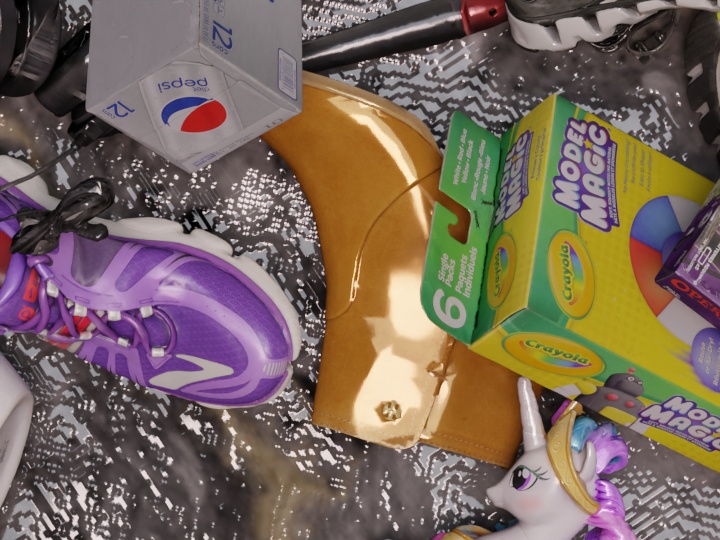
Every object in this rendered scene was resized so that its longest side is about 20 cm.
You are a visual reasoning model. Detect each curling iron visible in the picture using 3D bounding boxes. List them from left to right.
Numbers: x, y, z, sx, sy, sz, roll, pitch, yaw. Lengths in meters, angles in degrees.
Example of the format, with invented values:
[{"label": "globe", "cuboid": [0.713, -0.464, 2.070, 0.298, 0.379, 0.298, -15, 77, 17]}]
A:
[{"label": "curling iron", "cuboid": [0.056, -0.112, 0.970, 0.199, 0.026, 0.050, -8, 84, -3]}]

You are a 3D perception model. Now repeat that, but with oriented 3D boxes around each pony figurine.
[{"label": "pony figurine", "cuboid": [0.074, 0.171, 0.904, 0.200, 0.167, 0.193, -42, 82, 10]}]

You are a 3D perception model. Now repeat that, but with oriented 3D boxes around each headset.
[{"label": "headset", "cuboid": [-0.127, -0.100, 0.900, 0.123, 0.094, 0.201, 22, 60, -33]}]

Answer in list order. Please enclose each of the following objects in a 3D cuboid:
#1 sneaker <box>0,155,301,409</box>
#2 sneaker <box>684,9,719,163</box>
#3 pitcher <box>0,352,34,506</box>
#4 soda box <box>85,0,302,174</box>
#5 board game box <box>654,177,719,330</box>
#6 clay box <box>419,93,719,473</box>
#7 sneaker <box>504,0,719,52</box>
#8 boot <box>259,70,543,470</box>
[{"label": "sneaker", "cuboid": [-0.125, 0.014, 0.916, 0.200, 0.083, 0.081, 21, 111, 2]}, {"label": "sneaker", "cuboid": [0.235, -0.058, 0.960, 0.200, 0.078, 0.090, 44, 75, -4]}, {"label": "pitcher", "cuboid": [-0.241, 0.033, 0.885, 0.200, 0.121, 0.172, 21, 120, 3]}, {"label": "soda box", "cuboid": [-0.069, -0.146, 0.894, 0.068, 0.063, 0.200, -26, 50, 33]}, {"label": "board game box", "cuboid": [0.221, -0.041, 0.846, 0.120, 0.032, 0.200, 37, 75, -9]}, {"label": "clay box", "cuboid": [0.123, 0.007, 0.901, 0.200, 0.048, 0.115, 27, 53, -23]}, {"label": "sneaker", "cuboid": [0.133, -0.152, 0.874, 0.200, 0.091, 0.067, -13, 48, 31]}, {"label": "boot", "cuboid": [0.000, 0.000, 0.938, 0.201, 0.071, 0.144, 23, 85, -6]}]
